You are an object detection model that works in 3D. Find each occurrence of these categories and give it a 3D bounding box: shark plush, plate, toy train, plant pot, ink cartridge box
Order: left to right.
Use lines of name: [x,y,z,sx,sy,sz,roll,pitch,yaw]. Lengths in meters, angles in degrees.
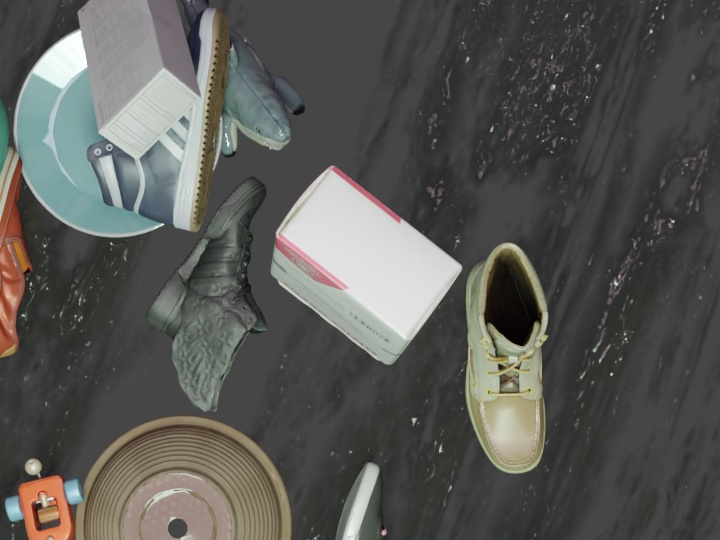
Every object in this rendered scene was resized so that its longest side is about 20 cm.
toy train: [-0.332,0.265,1.604,0.199,0.056,0.151,-19,79,-1]
plate: [-0.223,-0.131,1.654,0.199,0.026,0.202,0,89,8]
plant pot: [-0.159,0.229,1.595,0.199,0.093,0.203,0,84,-3]
shark plush: [-0.114,-0.201,1.645,0.090,0.083,0.201,-20,85,-3]
ink cartridge box: [0.000,0.000,1.570,0.146,0.200,0.083,37,80,2]

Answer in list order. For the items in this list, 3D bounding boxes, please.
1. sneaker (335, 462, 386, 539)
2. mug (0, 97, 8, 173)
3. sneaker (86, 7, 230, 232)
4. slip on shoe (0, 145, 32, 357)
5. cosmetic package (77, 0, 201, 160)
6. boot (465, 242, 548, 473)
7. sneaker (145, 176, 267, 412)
sneaker: [0.022,0.278,1.609,0.098,0.071,0.202,11,90,-2]
mug: [-0.394,-0.100,1.595,0.114,0.152,0.186,25,90,-43]
sneaker: [-0.181,-0.141,1.591,0.108,0.070,0.201,11,103,7]
slip on shoe: [-0.333,-0.014,1.634,0.061,0.074,0.202,11,77,-33]
cosmetic package: [-0.194,-0.188,1.545,0.082,0.201,0.051,-39,127,17]
boot: [0.133,0.080,1.587,0.071,0.155,0.202,-5,84,-2]
sneaker: [-0.120,0.022,1.636,0.104,0.060,0.200,36,89,3]
